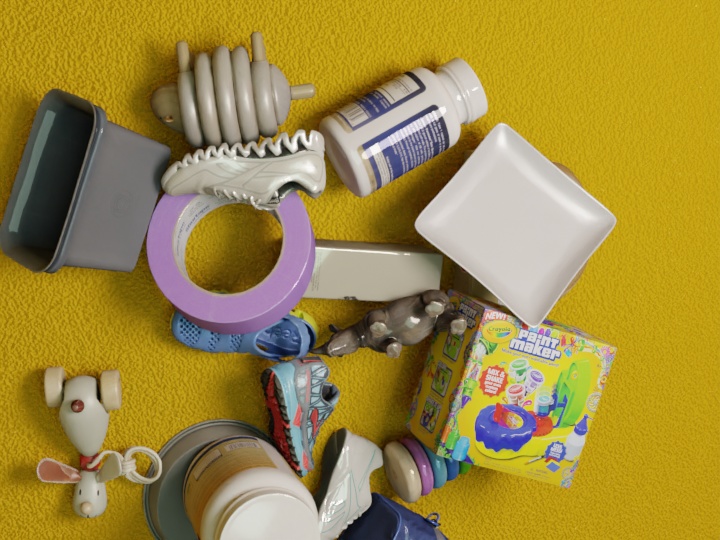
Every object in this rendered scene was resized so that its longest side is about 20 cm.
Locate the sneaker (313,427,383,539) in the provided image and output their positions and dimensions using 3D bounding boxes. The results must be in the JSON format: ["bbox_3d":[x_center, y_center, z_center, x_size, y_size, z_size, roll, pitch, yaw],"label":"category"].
[{"bbox_3d":[-0.028,0.316,1.663,0.080,0.070,0.202,22,92,-23],"label":"sneaker"}]

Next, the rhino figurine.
[{"bbox_3d":[0.031,0.075,1.561,0.198,0.088,0.060,-18,103,1],"label":"rhino figurine"}]

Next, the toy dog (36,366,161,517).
[{"bbox_3d":[-0.334,0.211,1.523,0.131,0.096,0.202,-21,105,3],"label":"toy dog"}]

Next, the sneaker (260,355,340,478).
[{"bbox_3d":[-0.064,0.187,1.590,0.095,0.079,0.201,-24,141,-18],"label":"sneaker"}]

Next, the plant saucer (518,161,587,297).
[{"bbox_3d":[0.256,-0.042,1.660,0.199,0.035,0.203,-13,108,-43],"label":"plant saucer"}]

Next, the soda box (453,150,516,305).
[{"bbox_3d":[0.170,-0.056,1.657,0.063,0.068,0.203,0,100,-17],"label":"soda box"}]

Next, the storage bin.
[{"bbox_3d":[-0.320,-0.094,1.466,0.134,0.145,0.202,15,96,-47],"label":"storage bin"}]

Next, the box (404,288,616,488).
[{"bbox_3d":[0.190,0.150,1.606,0.198,0.122,0.195,16,95,-21],"label":"box"}]

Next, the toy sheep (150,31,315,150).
[{"bbox_3d":[-0.153,-0.209,1.492,0.197,0.138,0.140,-8,103,3],"label":"toy sheep"}]

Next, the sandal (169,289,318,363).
[{"bbox_3d":[-0.140,0.075,1.572,0.197,0.087,0.081,6,101,-17],"label":"sandal"}]

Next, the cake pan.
[{"bbox_3d":[-0.182,0.296,1.626,0.198,0.037,0.203,-3,101,-18],"label":"cake pan"}]

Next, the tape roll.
[{"bbox_3d":[-0.154,-0.028,1.507,0.197,0.066,0.203,-1,74,4],"label":"tape roll"}]

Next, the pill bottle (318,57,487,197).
[{"bbox_3d":[0.057,-0.186,1.573,0.199,0.111,0.112,-30,108,-10],"label":"pill bottle"}]

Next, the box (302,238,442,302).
[{"bbox_3d":[0.000,0.000,1.606,0.197,0.082,0.069,4,99,-17],"label":"box"}]

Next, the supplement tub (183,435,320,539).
[{"bbox_3d":[-0.132,0.295,1.514,0.143,0.200,0.146,-3,101,-17],"label":"supplement tub"}]

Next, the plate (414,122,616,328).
[{"bbox_3d":[0.193,-0.056,1.566,0.200,0.032,0.200,40,67,3],"label":"plate"}]

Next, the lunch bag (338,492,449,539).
[{"bbox_3d":[0.042,0.405,1.666,0.132,0.136,0.201,36,88,-22],"label":"lunch bag"}]

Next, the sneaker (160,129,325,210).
[{"bbox_3d":[-0.135,-0.108,1.461,0.197,0.075,0.082,-11,83,1],"label":"sneaker"}]

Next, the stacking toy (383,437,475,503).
[{"bbox_3d":[0.133,0.242,1.702,0.198,0.085,0.086,-20,106,-20],"label":"stacking toy"}]
